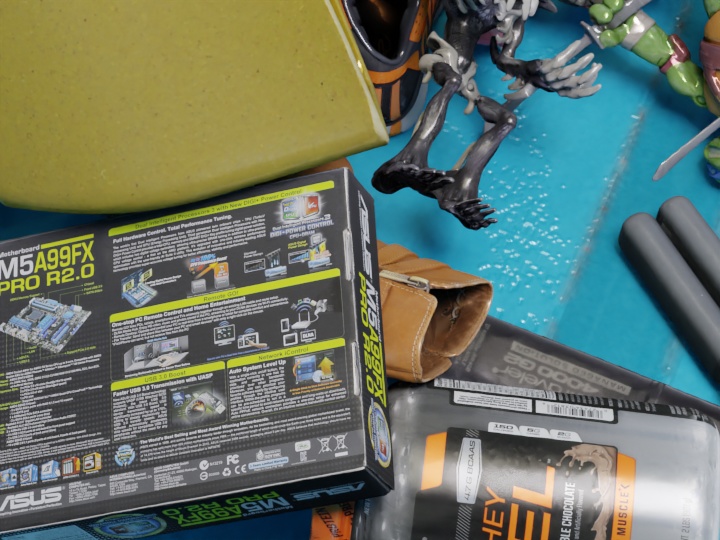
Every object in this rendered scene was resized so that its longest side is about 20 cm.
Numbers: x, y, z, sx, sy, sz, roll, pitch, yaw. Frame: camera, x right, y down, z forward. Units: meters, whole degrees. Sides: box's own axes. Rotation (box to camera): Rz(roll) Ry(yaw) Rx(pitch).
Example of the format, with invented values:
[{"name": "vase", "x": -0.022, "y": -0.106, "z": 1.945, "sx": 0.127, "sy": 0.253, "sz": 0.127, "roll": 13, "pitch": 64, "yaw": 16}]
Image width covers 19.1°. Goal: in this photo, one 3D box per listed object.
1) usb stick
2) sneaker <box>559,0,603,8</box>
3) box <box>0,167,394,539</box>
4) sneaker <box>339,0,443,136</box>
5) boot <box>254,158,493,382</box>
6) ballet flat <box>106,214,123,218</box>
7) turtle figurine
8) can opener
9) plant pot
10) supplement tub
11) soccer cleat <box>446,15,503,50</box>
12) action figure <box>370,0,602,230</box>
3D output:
[{"name": "usb stick", "x": 0.117, "y": 0.070, "z": 1.178, "sx": 0.200, "sy": 0.033, "sz": 0.055, "roll": 22, "pitch": 66, "yaw": 10}, {"name": "sneaker", "x": 0.168, "y": -0.220, "z": 1.326, "sx": 0.200, "sy": 0.071, "sz": 0.098, "roll": -25, "pitch": 49, "yaw": -33}, {"name": "box", "x": -0.087, "y": 0.046, "z": 1.058, "sx": 0.200, "sy": 0.044, "sz": 0.160, "roll": -12, "pitch": 64, "yaw": 15}, {"name": "sneaker", "x": 0.021, "y": -0.188, "z": 1.286, "sx": 0.078, "sy": 0.112, "sz": 0.200, "roll": 1, "pitch": 58, "yaw": -2}, {"name": "boot", "x": 0.000, "y": 0.000, "z": 1.150, "sx": 0.155, "sy": 0.074, "sz": 0.200, "roll": 3, "pitch": 39, "yaw": 26}, {"name": "ballet flat", "x": -0.126, "y": -0.066, "z": 1.241, "sx": 0.067, "sy": 0.046, "sz": 0.200, "roll": -22, "pitch": 62, "yaw": -15}, {"name": "turtle figurine", "x": 0.197, "y": -0.144, "z": 1.216, "sx": 0.200, "sy": 0.144, "sz": 0.194, "roll": 7, "pitch": 99, "yaw": -14}, {"name": "can opener", "x": 0.217, "y": 0.034, "z": 1.189, "sx": 0.053, "sy": 0.066, "sz": 0.200, "roll": -22, "pitch": 56, "yaw": -19}, {"name": "plant pot", "x": -0.115, "y": -0.129, "z": 1.110, "sx": 0.200, "sy": 0.194, "sz": 0.196, "roll": -23, "pitch": 102, "yaw": 3}, {"name": "supplement tub", "x": 0.077, "y": 0.120, "z": 1.091, "sx": 0.200, "sy": 0.123, "sz": 0.123, "roll": 6, "pitch": 58, "yaw": 2}, {"name": "soccer cleat", "x": 0.095, "y": -0.226, "z": 1.331, "sx": 0.067, "sy": 0.076, "sz": 0.200, "roll": 13, "pitch": 55, "yaw": 5}, {"name": "action figure", "x": 0.077, "y": -0.127, "z": 1.187, "sx": 0.102, "sy": 0.119, "sz": 0.200, "roll": 2, "pitch": 69, "yaw": 43}]
